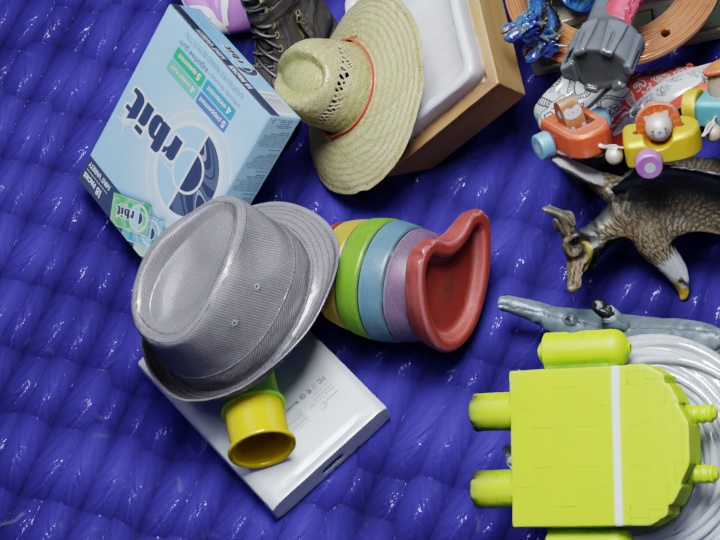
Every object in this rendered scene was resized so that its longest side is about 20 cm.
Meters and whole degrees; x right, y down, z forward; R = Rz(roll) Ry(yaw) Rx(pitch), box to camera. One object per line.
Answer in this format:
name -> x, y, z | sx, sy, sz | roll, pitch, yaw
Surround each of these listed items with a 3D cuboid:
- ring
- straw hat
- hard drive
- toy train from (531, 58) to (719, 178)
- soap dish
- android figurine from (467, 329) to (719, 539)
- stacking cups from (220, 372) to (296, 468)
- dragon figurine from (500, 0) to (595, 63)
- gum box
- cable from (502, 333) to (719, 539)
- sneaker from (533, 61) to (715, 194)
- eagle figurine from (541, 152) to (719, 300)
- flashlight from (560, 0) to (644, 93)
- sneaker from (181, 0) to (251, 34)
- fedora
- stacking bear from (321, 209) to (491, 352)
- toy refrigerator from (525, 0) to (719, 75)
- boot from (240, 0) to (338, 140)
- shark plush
ring -> 0.227, -0.261, 1.781 | 0.198, 0.019, 0.202 | -6, 59, 11
straw hat -> -0.030, -0.168, 1.777 | 0.084, 0.201, 0.202 | 10, 52, -30
hard drive -> -0.086, 0.104, 1.737 | 0.132, 0.026, 0.200 | -41, 59, -10
toy train -> 0.246, -0.141, 1.655 | 0.199, 0.056, 0.150 | -23, 29, -12
soap dish -> 0.067, -0.202, 1.808 | 0.157, 0.081, 0.201 | -38, 50, 37
android figurine -> 0.180, 0.136, 1.533 | 0.198, 0.041, 0.184 | -6, 80, 25
stacking cups -> -0.105, 0.069, 1.711 | 0.060, 0.061, 0.201 | -18, 58, 4
dragon figurine -> 0.190, -0.267, 1.748 | 0.200, 0.059, 0.099 | -40, 59, -9
gum box -> -0.159, -0.109, 1.805 | 0.170, 0.044, 0.201 | 47, 118, 31
cable -> 0.231, 0.152, 1.568 | 0.199, 0.069, 0.201 | -36, 70, 17
sneaker -> 0.253, -0.162, 1.777 | 0.200, 0.067, 0.108 | -32, 60, -1
eagle figurine -> 0.265, -0.047, 1.678 | 0.199, 0.151, 0.153 | -25, 46, 12
flashlight -> 0.234, -0.233, 1.685 | 0.068, 0.068, 0.201 | 29, 50, -5
sneaker -> -0.141, -0.323, 1.974 | 0.113, 0.073, 0.202 | -11, 58, 12
fedora -> -0.121, 0.008, 1.667 | 0.176, 0.090, 0.201 | 32, 81, 41
stacking bear -> 0.000, 0.000, 1.728 | 0.199, 0.115, 0.121 | 11, 26, 31
toy refrigerator -> 0.247, -0.241, 1.819 | 0.198, 0.076, 0.071 | -11, 58, 8
boot -> -0.090, -0.221, 1.838 | 0.069, 0.174, 0.201 | 17, 66, 23
shark plush -> 0.215, 0.043, 1.658 | 0.199, 0.083, 0.091 | 28, 71, 27
